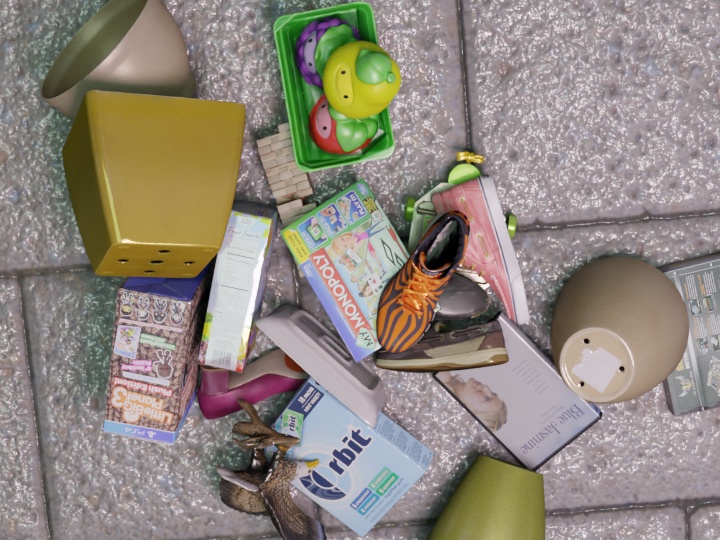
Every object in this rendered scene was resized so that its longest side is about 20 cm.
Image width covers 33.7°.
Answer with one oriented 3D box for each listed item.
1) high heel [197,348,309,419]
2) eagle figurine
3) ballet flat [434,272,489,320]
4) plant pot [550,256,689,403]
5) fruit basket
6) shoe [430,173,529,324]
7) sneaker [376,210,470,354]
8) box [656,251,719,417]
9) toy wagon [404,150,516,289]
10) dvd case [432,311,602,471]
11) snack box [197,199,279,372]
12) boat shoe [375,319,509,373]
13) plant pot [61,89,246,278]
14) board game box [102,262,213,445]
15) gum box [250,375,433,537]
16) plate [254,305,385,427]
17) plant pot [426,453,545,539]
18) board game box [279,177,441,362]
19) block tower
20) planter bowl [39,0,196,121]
[{"bbox_3d":[-0.128,0.163,1.659,0.196,0.068,0.097,2,125,-2],"label":"high heel"},{"bbox_3d":[-0.116,0.295,1.587,0.148,0.152,0.203,1,117,-2],"label":"eagle figurine"},{"bbox_3d":[0.076,0.032,1.606,0.196,0.057,0.068,5,80,4],"label":"ballet flat"},{"bbox_3d":[0.320,0.096,1.528,0.184,0.200,0.191,4,103,19],"label":"plant pot"},{"bbox_3d":[-0.024,-0.236,1.524,0.153,0.216,0.219,-10,97,3],"label":"fruit basket"},{"bbox_3d":[0.158,-0.019,1.573,0.090,0.071,0.203,-17,91,5],"label":"shoe"},{"bbox_3d":[0.073,0.013,1.490,0.077,0.112,0.202,26,94,4],"label":"sneaker"},{"bbox_3d":[0.480,0.084,1.623,0.156,0.048,0.203,-14,96,5],"label":"box"},{"bbox_3d":[0.134,-0.061,1.621,0.152,0.040,0.204,9,97,0],"label":"toy wagon"},{"bbox_3d":[0.213,0.170,1.631,0.200,0.018,0.143,44,118,-3],"label":"dvd case"},{"bbox_3d":[-0.158,0.016,1.574,0.066,0.169,0.204,10,98,-2],"label":"snack box"},{"bbox_3d":[0.109,0.103,1.607,0.197,0.073,0.066,-6,80,30],"label":"boat shoe"},{"bbox_3d":[-0.258,-0.094,1.483,0.197,0.200,0.180,2,74,-23],"label":"plant pot"},{"bbox_3d":[-0.266,0.099,1.575,0.095,0.160,0.203,10,109,0],"label":"board game box"},{"bbox_3d":[-0.027,0.249,1.626,0.199,0.045,0.170,38,125,-2],"label":"gum box"},{"bbox_3d":[-0.041,0.113,1.560,0.199,0.200,0.032,41,97,2],"label":"plate"},{"bbox_3d":[0.177,0.360,1.616,0.184,0.187,0.203,17,84,-1],"label":"plant pot"},{"bbox_3d":[0.000,0.000,1.569,0.133,0.029,0.202,-32,86,1],"label":"board game box"},{"bbox_3d":[-0.087,-0.096,1.616,0.057,0.054,0.203,-16,96,3],"label":"block tower"},{"bbox_3d":[-0.298,-0.253,1.548,0.200,0.201,0.135,-43,120,6],"label":"planter bowl"}]
